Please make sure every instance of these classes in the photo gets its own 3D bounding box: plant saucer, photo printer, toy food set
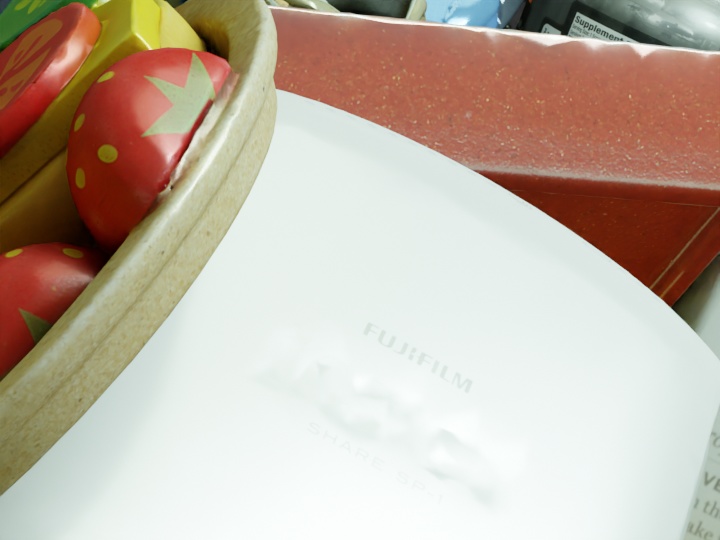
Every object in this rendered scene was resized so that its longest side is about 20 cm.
[{"bbox_3d":[0.017,-0.001,0.863,0.199,0.200,0.037,3,58,-24],"label":"plant saucer"},{"bbox_3d":[-0.001,0.048,0.681,0.166,0.070,0.200,30,43,-3],"label":"photo printer"},{"bbox_3d":[-0.098,0.003,0.651,0.049,0.200,0.198,45,10,-18],"label":"toy food set"}]

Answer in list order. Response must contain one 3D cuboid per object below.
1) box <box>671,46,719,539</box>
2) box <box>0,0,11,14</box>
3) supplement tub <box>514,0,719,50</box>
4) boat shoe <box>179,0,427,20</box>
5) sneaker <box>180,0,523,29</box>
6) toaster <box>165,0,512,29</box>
[{"bbox_3d":[0.188,0.037,0.966,0.199,0.172,0.199,25,5,-5],"label":"box"},{"bbox_3d":[-0.179,-0.107,1.013,0.104,0.149,0.200,30,14,28],"label":"box"},{"bbox_3d":[0.110,-0.053,1.184,0.122,0.201,0.123,22,13,-5],"label":"supplement tub"},{"bbox_3d":[-0.040,-0.075,1.006,0.075,0.069,0.200,32,19,19],"label":"boat shoe"},{"bbox_3d":[-0.019,-0.096,1.153,0.079,0.199,0.066,63,-17,-17],"label":"sneaker"},{"bbox_3d":[-0.030,-0.096,1.292,0.199,0.119,0.181,18,15,-24],"label":"toaster"}]
